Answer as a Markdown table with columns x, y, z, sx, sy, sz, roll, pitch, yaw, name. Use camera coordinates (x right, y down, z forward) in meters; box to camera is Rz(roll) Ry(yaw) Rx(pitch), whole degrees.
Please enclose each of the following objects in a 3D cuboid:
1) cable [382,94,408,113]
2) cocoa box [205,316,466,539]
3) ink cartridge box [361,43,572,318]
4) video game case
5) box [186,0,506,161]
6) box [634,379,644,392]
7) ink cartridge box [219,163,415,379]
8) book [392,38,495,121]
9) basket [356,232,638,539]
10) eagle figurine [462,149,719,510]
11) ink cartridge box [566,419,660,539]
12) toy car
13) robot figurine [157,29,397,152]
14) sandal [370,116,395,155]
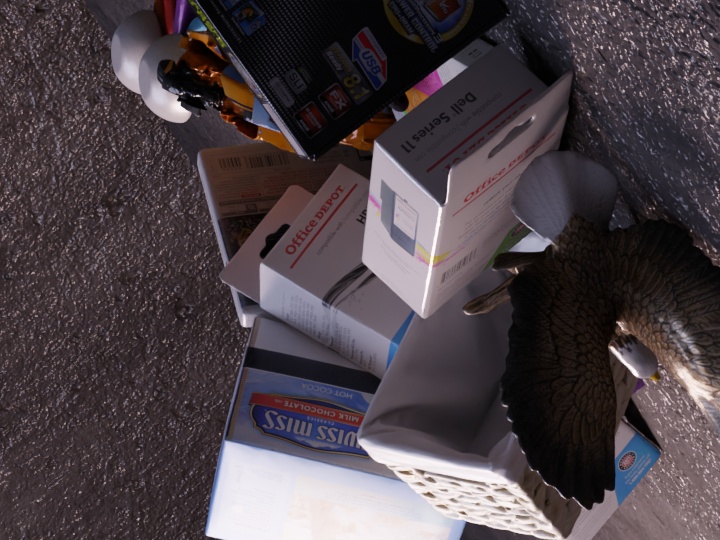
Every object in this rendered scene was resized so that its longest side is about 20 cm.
| x | y | z | sx | sy | sz | roll | pitch | yaw | name |
| --- | --- | --- | --- | --- | --- | --- | --- | --- | --- |
| -0.011 | -0.197 | 1.586 | 0.200 | 0.051 | 0.164 | -137 | 37 | -61 | cable |
| -0.009 | 0.145 | 1.719 | 0.134 | 0.199 | 0.132 | 105 | 178 | -47 | cocoa box |
| 0.067 | -0.066 | 1.421 | 0.067 | 0.117 | 0.200 | 44 | 158 | 18 | ink cartridge box |
| -0.020 | -0.039 | 1.798 | 0.023 | 0.199 | 0.182 | 99 | 159 | -48 | video game case |
| -0.029 | -0.196 | 1.384 | 0.200 | 0.160 | 0.044 | 55 | 174 | -10 | box |
| 0.143 | 0.008 | 1.763 | 0.200 | 0.039 | 0.137 | 57 | 173 | -29 | box |
| 0.000 | 0.000 | 1.699 | 0.199 | 0.116 | 0.068 | 30 | 151 | 14 | ink cartridge box |
| 0.068 | -0.125 | 1.580 | 0.134 | 0.048 | 0.200 | 61 | 169 | -30 | book |
| 0.111 | 0.082 | 1.586 | 0.135 | 0.201 | 0.123 | 8 | 149 | 37 | basket |
| 0.161 | 0.035 | 1.379 | 0.150 | 0.152 | 0.200 | 17 | -153 | -21 | eagle figurine |
| 0.148 | 0.139 | 1.871 | 0.200 | 0.116 | 0.067 | 38 | -176 | -32 | ink cartridge box |
| -0.135 | -0.229 | 2.084 | 0.200 | 0.174 | 0.151 | -138 | 49 | -59 | toy car |
| -0.069 | -0.144 | 1.734 | 0.200 | 0.145 | 0.058 | 31 | 117 | 42 | robot figurine |
| 0.032 | -0.112 | 1.750 | 0.070 | 0.078 | 0.212 | 50 | -179 | -28 | sandal |
